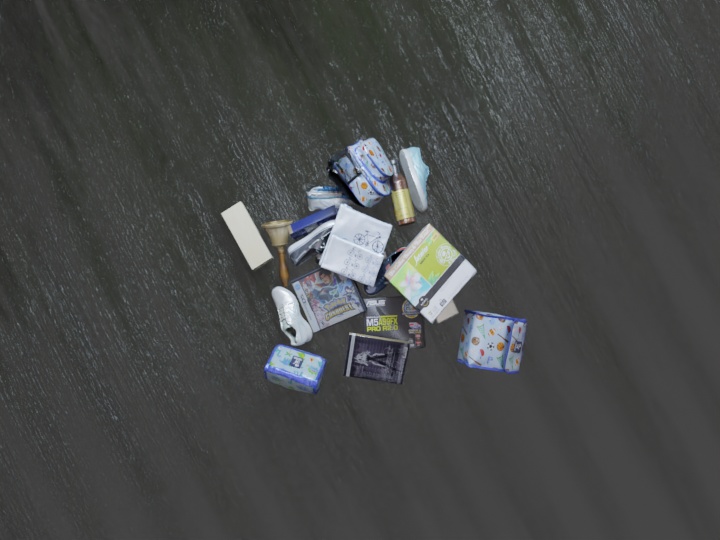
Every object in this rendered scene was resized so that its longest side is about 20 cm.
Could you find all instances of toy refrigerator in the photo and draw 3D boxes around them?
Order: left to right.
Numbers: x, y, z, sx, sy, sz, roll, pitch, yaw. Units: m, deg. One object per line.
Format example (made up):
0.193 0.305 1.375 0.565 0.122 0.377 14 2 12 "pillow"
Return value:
-0.359 -0.108 1.715 0.075 0.070 0.204 -30 90 -4 "toy refrigerator"

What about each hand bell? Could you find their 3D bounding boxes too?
-0.250 -0.051 1.712 0.100 0.104 0.208 -7 101 2 "hand bell"

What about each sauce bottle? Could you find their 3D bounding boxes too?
0.125 -0.245 1.699 0.064 0.066 0.207 -12 87 2 "sauce bottle"

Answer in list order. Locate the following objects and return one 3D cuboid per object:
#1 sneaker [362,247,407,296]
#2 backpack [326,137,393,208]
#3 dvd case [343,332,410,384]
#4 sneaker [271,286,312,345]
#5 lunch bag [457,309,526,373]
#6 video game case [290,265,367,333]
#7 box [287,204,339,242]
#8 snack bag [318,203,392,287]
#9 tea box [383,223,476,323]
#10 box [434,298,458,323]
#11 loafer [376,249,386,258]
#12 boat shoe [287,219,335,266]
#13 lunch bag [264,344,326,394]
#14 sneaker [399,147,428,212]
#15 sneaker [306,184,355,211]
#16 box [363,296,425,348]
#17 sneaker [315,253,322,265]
0.083 0.000 1.687 0.075 0.085 0.200 45 92 2 "sneaker"
0.018 -0.296 1.635 0.151 0.200 0.194 -24 101 30 "backpack"
0.049 0.278 1.689 0.193 0.016 0.154 8 112 -2 "dvd case"
-0.226 0.143 1.693 0.070 0.080 0.204 -33 86 31 "sneaker"
0.416 0.221 1.659 0.193 0.124 0.176 11 90 -12 "lunch bag"
-0.100 0.078 1.689 0.195 0.026 0.186 -23 96 16 "video game case"
-0.124 -0.150 1.677 0.194 0.121 0.033 -23 78 2 "box"
-0.009 -0.075 1.626 0.183 0.021 0.206 21 96 -10 "snack bag"
0.198 0.009 1.566 0.196 0.134 0.201 42 91 2 "tea box"
0.229 0.054 1.678 0.076 0.095 0.205 -24 90 1 "box"
0.000 0.000 1.697 0.195 0.072 0.065 -25 89 13 "loafer"
-0.133 -0.083 1.667 0.196 0.072 0.069 -31 67 2 "boat shoe"
-0.198 0.307 1.640 0.164 0.200 0.132 16 91 3 "lunch bag"
0.190 -0.291 1.693 0.080 0.074 0.206 -20 99 -16 "sneaker"
-0.078 -0.220 1.712 0.192 0.076 0.089 2 123 -5 "sneaker"
0.106 0.166 1.705 0.192 0.044 0.167 -3 91 2 "box"
-0.057 -0.091 1.712 0.194 0.076 0.119 -15 73 5 "sneaker"
